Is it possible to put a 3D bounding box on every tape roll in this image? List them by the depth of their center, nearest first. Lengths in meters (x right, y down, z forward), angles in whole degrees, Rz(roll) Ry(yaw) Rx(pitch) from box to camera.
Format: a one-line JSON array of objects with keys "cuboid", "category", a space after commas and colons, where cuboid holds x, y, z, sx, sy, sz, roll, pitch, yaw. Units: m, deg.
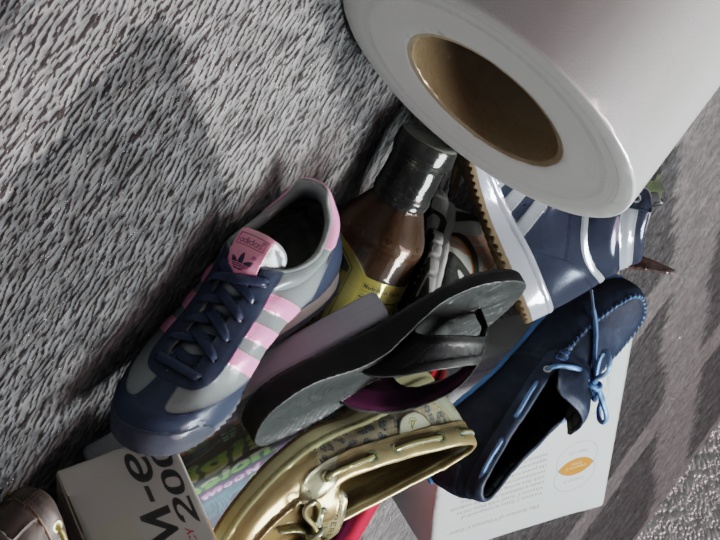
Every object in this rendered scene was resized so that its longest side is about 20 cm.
[{"cuboid": [0.108, -0.145, 1.321, 0.139, 0.202, 0.203, -52, 163, -15], "category": "tape roll"}]

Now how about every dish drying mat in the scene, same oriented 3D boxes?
[{"cuboid": [0.011, 0.149, 1.618, 0.077, 0.018, 0.200, -59, 178, -46], "category": "dish drying mat"}]

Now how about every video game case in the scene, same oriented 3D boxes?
[{"cuboid": [-0.069, 0.106, 1.466, 0.199, 0.023, 0.182, -28, 155, -12], "category": "video game case"}]

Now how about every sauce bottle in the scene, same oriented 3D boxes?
[{"cuboid": [0.000, 0.000, 1.524, 0.201, 0.065, 0.065, -63, 162, 16], "category": "sauce bottle"}]

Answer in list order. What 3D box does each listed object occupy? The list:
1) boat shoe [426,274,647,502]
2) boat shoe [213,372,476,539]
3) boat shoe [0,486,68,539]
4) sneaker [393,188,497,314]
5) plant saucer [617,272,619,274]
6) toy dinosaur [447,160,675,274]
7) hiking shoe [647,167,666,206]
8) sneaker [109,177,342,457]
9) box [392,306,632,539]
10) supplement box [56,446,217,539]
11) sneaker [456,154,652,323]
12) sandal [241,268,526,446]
[{"cuboid": [0.130, 0.088, 1.598, 0.200, 0.069, 0.084, -45, 139, -14], "category": "boat shoe"}, {"cuboid": [-0.010, 0.128, 1.436, 0.200, 0.063, 0.073, -34, 162, -33], "category": "boat shoe"}, {"cuboid": [-0.185, 0.189, 1.344, 0.060, 0.072, 0.200, -45, 155, -23], "category": "boat shoe"}, {"cuboid": [0.066, 0.009, 1.580, 0.074, 0.080, 0.200, -59, -173, 26], "category": "sneaker"}, {"cuboid": [0.100, 0.026, 1.778, 0.199, 0.032, 0.201, -18, 138, -17], "category": "plant saucer"}, {"cuboid": [0.122, -0.055, 1.612, 0.086, 0.201, 0.135, -38, 175, 29], "category": "toy dinosaur"}, {"cuboid": [0.170, -0.109, 1.811, 0.200, 0.075, 0.101, 22, 65, -58], "category": "hiking shoe"}, {"cuboid": [-0.078, 0.020, 1.351, 0.200, 0.070, 0.082, -51, 157, -40], "category": "sneaker"}, {"cuboid": [0.101, 0.090, 1.735, 0.151, 0.107, 0.201, -15, 135, -21], "category": "box"}, {"cuboid": [-0.123, 0.200, 1.396, 0.073, 0.127, 0.200, -19, 154, -16], "category": "supplement box"}, {"cuboid": [0.120, -0.072, 1.530, 0.108, 0.070, 0.201, -22, 115, -1], "category": "sneaker"}, {"cuboid": [0.022, 0.061, 1.410, 0.200, 0.048, 0.075, -27, 157, -25], "category": "sandal"}]
